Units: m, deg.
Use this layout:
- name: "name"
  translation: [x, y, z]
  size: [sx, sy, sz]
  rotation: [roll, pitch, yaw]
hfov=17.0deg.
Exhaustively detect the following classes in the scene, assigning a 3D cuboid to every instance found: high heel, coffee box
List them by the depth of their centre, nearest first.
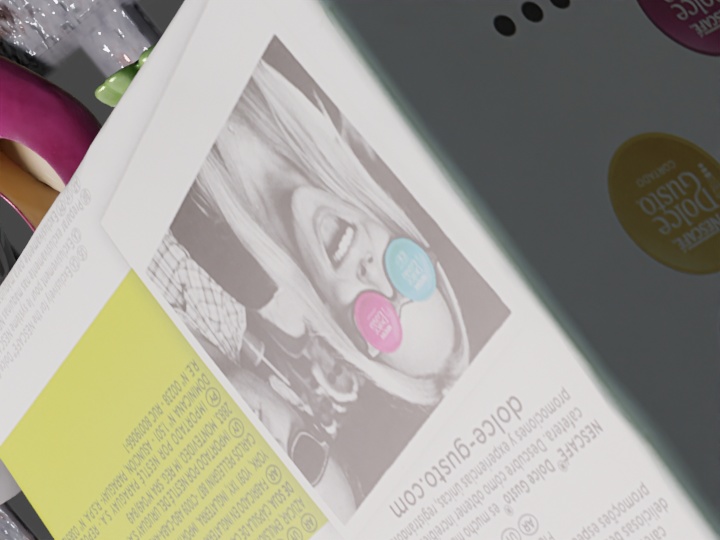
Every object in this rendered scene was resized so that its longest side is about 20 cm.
- name: "coffee box"
  translation: [0.062, 0.020, 0.551]
  size: [0.198, 0.200, 0.200]
  rotation: [54, 141, 10]
- name: "high heel"
  translation: [-0.131, -0.009, 0.997]
  size: [0.200, 0.096, 0.067]
  rotation: [43, 152, 4]

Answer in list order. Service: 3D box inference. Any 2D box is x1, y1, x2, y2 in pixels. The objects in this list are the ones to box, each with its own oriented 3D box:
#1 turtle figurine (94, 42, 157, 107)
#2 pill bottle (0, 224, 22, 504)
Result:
- name: "turtle figurine"
  translation: [0.000, 0.000, 0.771]
  size: [0.144, 0.200, 0.194]
  rotation: [-30, 95, 45]
- name: "pill bottle"
  translation: [-0.213, 0.016, 1.119]
  size: [0.114, 0.114, 0.200]
  rotation: [23, 145, 35]
